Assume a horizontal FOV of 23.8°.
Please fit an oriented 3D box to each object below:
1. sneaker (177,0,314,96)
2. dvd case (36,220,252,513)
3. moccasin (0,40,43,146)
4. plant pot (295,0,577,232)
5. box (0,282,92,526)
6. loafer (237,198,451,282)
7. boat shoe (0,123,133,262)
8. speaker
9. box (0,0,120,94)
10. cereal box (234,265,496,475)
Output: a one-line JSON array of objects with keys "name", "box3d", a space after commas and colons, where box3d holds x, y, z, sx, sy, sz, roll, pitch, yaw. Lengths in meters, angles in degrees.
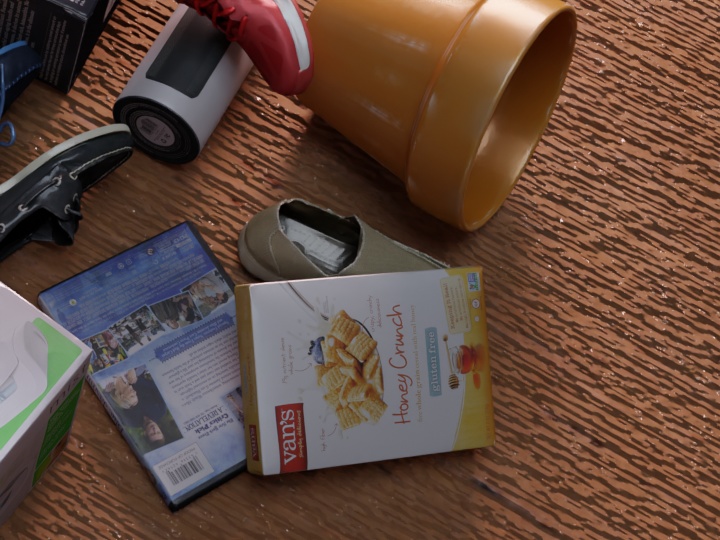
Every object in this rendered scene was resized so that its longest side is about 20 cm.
[{"name": "sneaker", "box3d": [-0.127, -0.211, 1.334, 0.115, 0.078, 0.200, -26, 80, -32]}, {"name": "dvd case", "box3d": [-0.138, 0.069, 1.318, 0.142, 0.018, 0.200, -28, 74, -27]}, {"name": "moccasin", "box3d": [-0.315, -0.093, 1.323, 0.068, 0.080, 0.200, 44, 74, 2]}, {"name": "plant pot", "box3d": [0.052, -0.160, 1.406, 0.183, 0.200, 0.200, 27, 58, 16]}, {"name": "box", "box3d": [-0.284, 0.130, 1.151, 0.097, 0.177, 0.200, 35, 59, 3]}, {"name": "loafer", "box3d": [0.000, 0.000, 1.366, 0.199, 0.068, 0.076, 18, 60, -8]}, {"name": "boat shoe", "box3d": [-0.248, -0.042, 1.309, 0.199, 0.075, 0.066, -31, 79, -27]}, {"name": "speaker", "box3d": [-0.125, -0.187, 1.417, 0.081, 0.081, 0.200, 29, 59, -1]}, {"name": "box", "box3d": [-0.279, -0.287, 1.393, 0.198, 0.123, 0.200, 26, 59, -5]}, {"name": "cereal box", "box3d": [0.005, 0.074, 1.309, 0.199, 0.039, 0.145, -5, 91, -25]}]
